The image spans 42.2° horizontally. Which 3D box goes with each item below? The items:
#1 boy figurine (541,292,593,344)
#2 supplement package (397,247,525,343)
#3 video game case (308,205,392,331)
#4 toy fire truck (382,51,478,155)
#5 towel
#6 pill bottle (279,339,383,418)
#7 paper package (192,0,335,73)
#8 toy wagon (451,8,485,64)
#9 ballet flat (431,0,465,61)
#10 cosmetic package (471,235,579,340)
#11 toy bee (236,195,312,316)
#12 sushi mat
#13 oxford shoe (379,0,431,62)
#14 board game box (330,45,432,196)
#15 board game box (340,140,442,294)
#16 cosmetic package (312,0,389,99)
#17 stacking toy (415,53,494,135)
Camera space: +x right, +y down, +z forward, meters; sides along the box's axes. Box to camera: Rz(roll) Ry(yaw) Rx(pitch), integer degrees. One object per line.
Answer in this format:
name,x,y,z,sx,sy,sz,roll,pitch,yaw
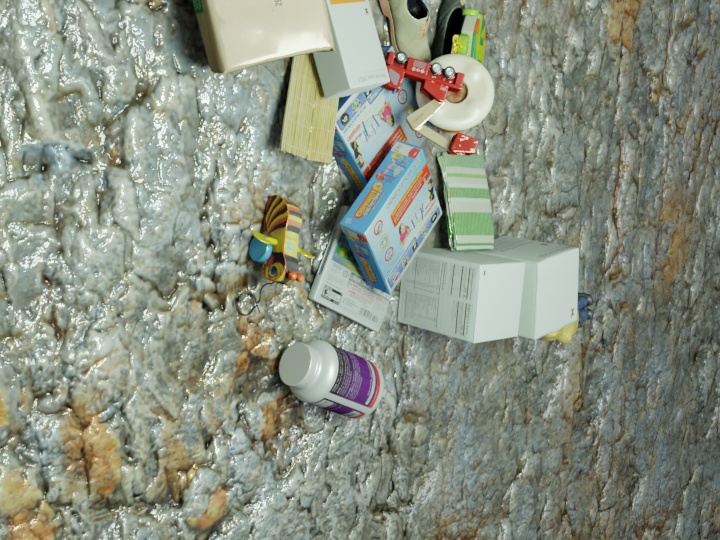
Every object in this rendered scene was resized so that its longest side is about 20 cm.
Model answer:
boy figurine,0.502,0.128,2.295,0.199,0.064,0.126,-28,119,-38
supplement package,0.199,0.044,1.854,0.150,0.198,0.153,-3,102,-45
video game case,0.000,0.000,1.765,0.199,0.022,0.185,29,78,-45
toy fire truck,0.121,-0.293,1.647,0.197,0.049,0.143,15,91,-5
towel,0.220,-0.141,1.922,0.151,0.023,0.204,-3,82,-47
pill bottle,-0.054,0.194,1.687,0.199,0.111,0.114,29,78,-46
paper package,-0.154,-0.409,1.390,0.188,0.103,0.203,-18,106,-20
toy wagon,0.211,-0.426,1.817,0.200,0.039,0.158,-29,125,-74
ballet flat,0.178,-0.456,1.817,0.066,0.056,0.203,22,79,-48
cosmetic package,0.342,0.032,2.003,0.166,0.198,0.169,-16,111,-44
toy bee,-0.127,-0.020,1.563,0.130,0.108,0.204,-13,108,-46
sushi mat,-0.081,-0.282,1.567,0.094,0.012,0.204,14,75,-28
oxford shoe,0.097,-0.447,1.721,0.071,0.073,0.201,-54,136,-25
board game box,0.026,-0.268,1.704,0.201,0.055,0.197,-53,132,-24
board game box,0.061,-0.095,1.700,0.201,0.055,0.197,-56,149,-21
cosmetic package,-0.031,-0.399,1.561,0.101,0.071,0.203,-20,96,-42
stacking toy,0.174,-0.310,1.783,0.200,0.144,0.148,86,26,-78
